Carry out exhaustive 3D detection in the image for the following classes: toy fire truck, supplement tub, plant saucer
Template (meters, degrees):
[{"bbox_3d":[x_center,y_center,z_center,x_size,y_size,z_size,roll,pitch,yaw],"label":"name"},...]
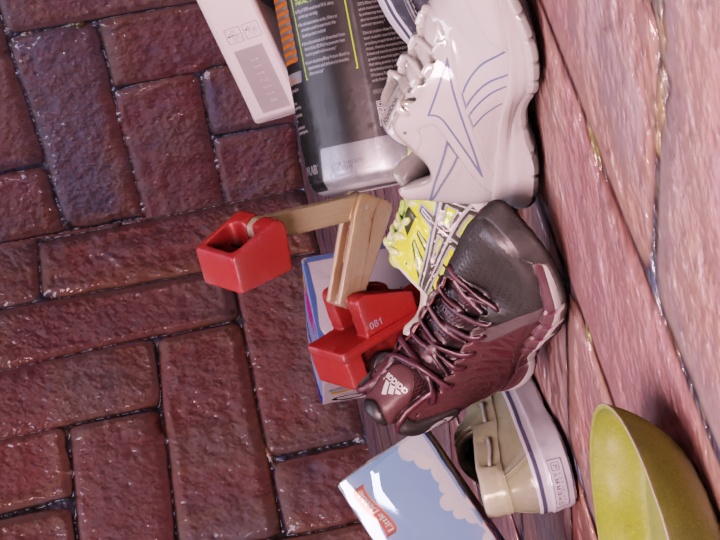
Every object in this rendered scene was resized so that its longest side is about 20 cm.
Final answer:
[{"bbox_3d":[0.000,0.000,1.380,0.049,0.200,0.141,14,128,54],"label":"toy fire truck"},{"bbox_3d":[0.007,-0.158,1.417,0.123,0.122,0.200,-166,65,-86],"label":"supplement tub"},{"bbox_3d":[0.146,0.157,0.956,0.200,0.031,0.200,169,90,-85],"label":"plant saucer"}]

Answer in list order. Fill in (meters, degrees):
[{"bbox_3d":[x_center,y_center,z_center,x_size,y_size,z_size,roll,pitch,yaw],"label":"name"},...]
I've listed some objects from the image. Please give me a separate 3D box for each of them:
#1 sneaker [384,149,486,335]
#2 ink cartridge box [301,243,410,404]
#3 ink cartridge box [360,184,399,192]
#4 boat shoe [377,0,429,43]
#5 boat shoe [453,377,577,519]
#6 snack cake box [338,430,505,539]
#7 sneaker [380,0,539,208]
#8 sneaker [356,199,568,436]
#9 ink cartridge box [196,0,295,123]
[{"bbox_3d":[0.052,-0.035,1.325,0.075,0.076,0.200,-114,13,-75],"label":"sneaker"},{"bbox_3d":[0.027,0.043,1.584,0.200,0.136,0.076,91,169,-71],"label":"ink cartridge box"},{"bbox_3d":[0.008,-0.182,1.609,0.145,0.087,0.200,-107,9,-60],"label":"ink cartridge box"},{"bbox_3d":[0.039,-0.210,1.185,0.091,0.071,0.200,-132,27,-70],"label":"boat shoe"},{"bbox_3d":[0.093,0.112,1.371,0.200,0.062,0.072,-120,20,-78],"label":"boat shoe"},{"bbox_3d":[0.070,0.200,1.329,0.200,0.067,0.115,56,180,5],"label":"snack cake box"},{"bbox_3d":[0.054,-0.105,1.148,0.075,0.087,0.200,-102,5,-46],"label":"sneaker"},{"bbox_3d":[0.053,0.045,1.216,0.076,0.115,0.200,49,161,23],"label":"sneaker"},{"bbox_3d":[-0.082,-0.232,1.485,0.176,0.045,0.200,-73,-37,-57],"label":"ink cartridge box"}]
